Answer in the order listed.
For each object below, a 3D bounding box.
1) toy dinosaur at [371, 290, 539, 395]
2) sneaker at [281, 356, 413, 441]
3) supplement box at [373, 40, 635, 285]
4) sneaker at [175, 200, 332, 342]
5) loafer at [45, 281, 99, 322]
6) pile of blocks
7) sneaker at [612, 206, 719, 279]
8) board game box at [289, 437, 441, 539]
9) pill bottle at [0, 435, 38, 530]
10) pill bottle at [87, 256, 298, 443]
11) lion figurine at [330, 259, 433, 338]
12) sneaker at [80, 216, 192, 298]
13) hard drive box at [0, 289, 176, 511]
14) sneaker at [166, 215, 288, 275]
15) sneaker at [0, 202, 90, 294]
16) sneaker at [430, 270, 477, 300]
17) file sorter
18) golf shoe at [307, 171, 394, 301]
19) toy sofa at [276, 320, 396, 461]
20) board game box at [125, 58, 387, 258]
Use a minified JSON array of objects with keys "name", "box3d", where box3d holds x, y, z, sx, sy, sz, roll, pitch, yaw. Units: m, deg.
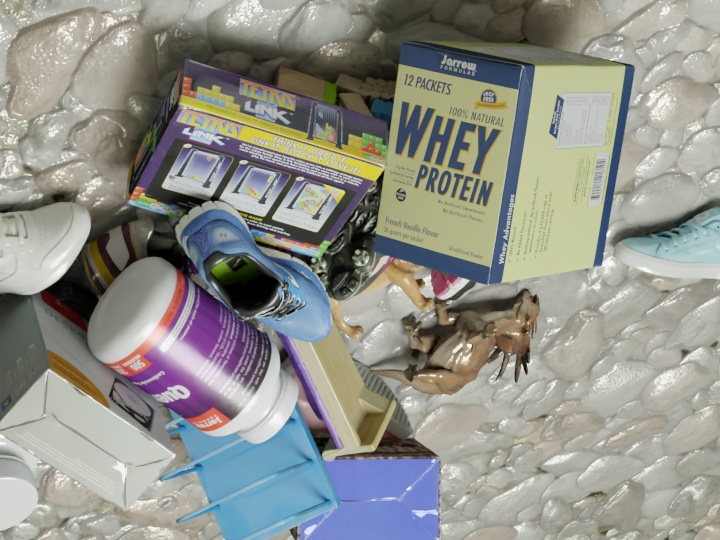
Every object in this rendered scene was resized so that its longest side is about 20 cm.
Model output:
[{"name":"toy dinosaur","box3d":[0.118,0.097,1.933,0.199,0.086,0.135,-34,141,13]},{"name":"sneaker","box3d":[-0.032,0.156,1.929,0.105,0.076,0.200,-39,134,16]},{"name":"supplement box","box3d":[0.135,-0.105,1.577,0.199,0.134,0.201,-8,109,-51]},{"name":"sneaker","box3d":[-0.095,0.021,1.593,0.078,0.089,0.200,-38,133,16]},{"name":"loafer","box3d":[-0.279,0.091,1.732,0.072,0.073,0.201,-20,139,-3]},{"name":"pile of blocks","box3d":[-0.002,-0.141,1.614,0.199,0.082,0.062,0,134,-27]},{"name":"sneaker","box3d":[0.382,-0.036,1.950,0.199,0.074,0.082,3,103,-23]},{"name":"board game box","box3d":[-0.001,0.246,1.913,0.158,0.098,0.200,0,180,-7]},{"name":"pill bottle","box3d":[-0.372,0.150,1.648,0.111,0.201,0.112,-14,140,-12]},{"name":"pill bottle","box3d":[-0.156,0.083,1.626,0.112,0.113,0.200,-41,119,19]},{"name":"lion figurine","box3d":[0.000,0.000,1.778,0.199,0.073,0.123,-26,125,10]},{"name":"sneaker","box3d":[-0.193,0.023,1.701,0.090,0.075,0.200,-28,141,11]},{"name":"hard drive box","box3d":[-0.270,0.113,1.591,0.156,0.200,0.077,39,98,-30]},{"name":"sneaker","box3d":[-0.090,-0.029,1.677,0.199,0.088,0.074,-3,153,-21]},{"name":"sneaker","box3d":[-0.347,-0.018,1.577,0.199,0.075,0.100,-24,141,-2]},{"name":"sneaker","box3d":[0.156,-0.037,1.813,0.087,0.074,0.200,23,116,-35]},{"name":"file sorter","box3d":[-0.138,0.188,1.767,0.138,0.201,0.123,-27,172,21]},{"name":"golf shoe","box3d":[0.026,-0.057,1.684,0.200,0.077,0.088,-49,165,8]},{"name":"toy sofa","box3d":[-0.049,0.096,1.772,0.097,0.083,0.201,-11,119,26]},{"name":"board game box","box3d":[-0.097,-0.099,1.562,0.199,0.057,0.165,16,143,-18]}]
